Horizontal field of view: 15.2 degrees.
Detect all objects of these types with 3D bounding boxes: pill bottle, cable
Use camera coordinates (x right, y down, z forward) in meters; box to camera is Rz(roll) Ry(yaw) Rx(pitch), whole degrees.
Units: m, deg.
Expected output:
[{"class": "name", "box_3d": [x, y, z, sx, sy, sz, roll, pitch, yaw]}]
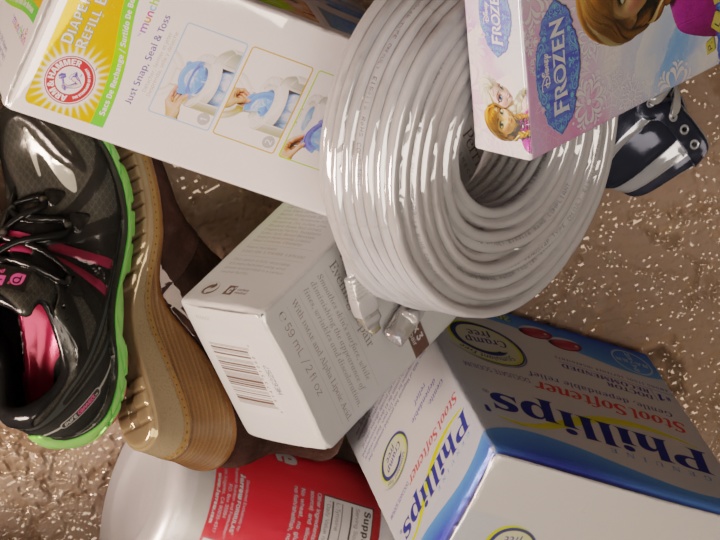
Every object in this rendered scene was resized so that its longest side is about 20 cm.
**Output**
[{"class": "pill bottle", "box_3d": [-0.047, 0.161, 1.636, 0.200, 0.112, 0.112, 19, 110, -24]}, {"class": "cable", "box_3d": [0.060, -0.073, 1.453, 0.200, 0.069, 0.200, -46, 135, -25]}]

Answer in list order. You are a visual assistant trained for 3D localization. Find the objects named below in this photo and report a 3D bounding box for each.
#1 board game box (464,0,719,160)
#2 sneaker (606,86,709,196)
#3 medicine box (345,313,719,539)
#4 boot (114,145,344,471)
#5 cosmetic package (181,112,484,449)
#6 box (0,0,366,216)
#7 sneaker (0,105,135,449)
[{"class": "board game box", "box_3d": [0.131, -0.183, 1.409, 0.199, 0.041, 0.200, -28, 122, -39]}, {"class": "sneaker", "box_3d": [0.169, -0.131, 1.568, 0.108, 0.070, 0.200, 19, 117, -19]}, {"class": "medicine box", "box_3d": [0.107, 0.116, 1.605, 0.182, 0.200, 0.103, 17, 111, -23]}, {"class": "boot", "box_3d": [-0.087, 0.018, 1.571, 0.072, 0.200, 0.166, -18, 167, 37]}, {"class": "cosmetic package", "box_3d": [0.000, 0.000, 1.529, 0.200, 0.074, 0.102, -45, 125, -31]}, {"class": "box", "box_3d": [-0.095, -0.122, 1.472, 0.200, 0.112, 0.101, 18, 109, -26]}, {"class": "sneaker", "box_3d": [-0.171, -0.003, 1.475, 0.077, 0.084, 0.200, -10, 83, 29]}]
